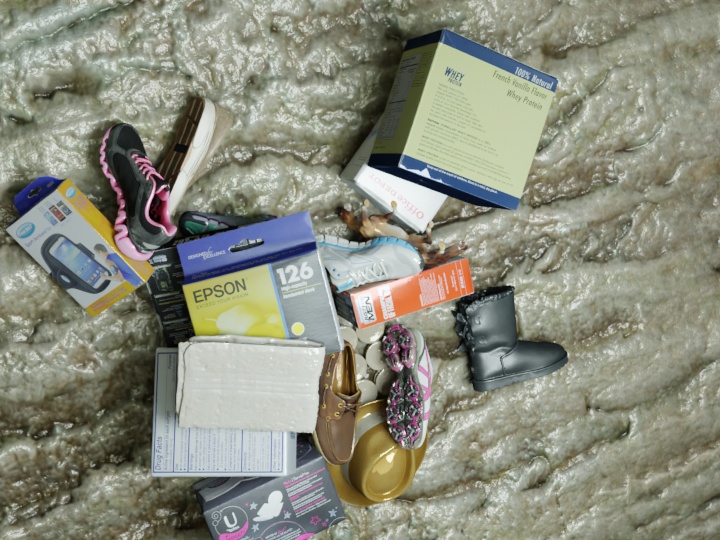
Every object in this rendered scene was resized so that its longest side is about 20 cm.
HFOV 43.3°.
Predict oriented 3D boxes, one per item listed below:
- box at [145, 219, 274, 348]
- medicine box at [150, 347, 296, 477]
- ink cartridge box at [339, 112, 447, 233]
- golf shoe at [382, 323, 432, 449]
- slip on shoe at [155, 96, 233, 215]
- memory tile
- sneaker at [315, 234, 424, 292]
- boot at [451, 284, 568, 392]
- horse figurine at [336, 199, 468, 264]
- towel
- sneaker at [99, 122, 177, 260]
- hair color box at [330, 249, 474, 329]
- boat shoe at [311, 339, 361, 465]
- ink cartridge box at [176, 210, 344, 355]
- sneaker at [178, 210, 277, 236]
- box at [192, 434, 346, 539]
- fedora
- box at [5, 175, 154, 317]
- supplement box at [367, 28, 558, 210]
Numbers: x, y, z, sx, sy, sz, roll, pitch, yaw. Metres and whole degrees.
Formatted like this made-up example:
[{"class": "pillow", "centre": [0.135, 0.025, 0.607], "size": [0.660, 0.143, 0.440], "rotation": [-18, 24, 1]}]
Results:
[{"class": "box", "centre": [-0.207, 0.023, 1.333], "size": [0.199, 0.044, 0.161], "rotation": [-11, 112, 6]}, {"class": "medicine box", "centre": [-0.197, 0.208, 1.328], "size": [0.199, 0.103, 0.183], "rotation": [-1, 78, 3]}, {"class": "ink cartridge box", "centre": [0.085, -0.181, 1.424], "size": [0.145, 0.087, 0.201], "rotation": [35, 85, -21]}, {"class": "golf shoe", "centre": [0.090, 0.189, 1.461], "size": [0.092, 0.072, 0.201], "rotation": [22, 60, -48]}, {"class": "slip on shoe", "centre": [-0.251, -0.152, 1.326], "size": [0.060, 0.076, 0.201], "rotation": [23, 89, -43]}, {"class": "memory tile", "centre": [-0.006, 0.181, 1.495], "size": [0.153, 0.017, 0.201], "rotation": [-24, 107, -13]}, {"class": "sneaker", "centre": [0.000, 0.000, 1.372], "size": [0.075, 0.199, 0.087], "rotation": [65, 37, -41]}, {"class": "boot", "centre": [0.256, 0.106, 1.546], "size": [0.197, 0.073, 0.163], "rotation": [-15, 101, -16]}, {"class": "horse figurine", "centre": [0.059, -0.053, 1.384], "size": [0.199, 0.133, 0.050], "rotation": [28, 66, -4]}, {"class": "towel", "centre": [-0.152, 0.156, 1.237], "size": [0.199, 0.034, 0.133], "rotation": [5, 107, -8]}, {"class": "sneaker", "centre": [-0.302, -0.120, 1.268], "size": [0.079, 0.095, 0.201], "rotation": [0, 72, -53]}, {"class": "hair color box", "centre": [0.065, 0.026, 1.441], "size": [0.199, 0.111, 0.064], "rotation": [-18, 105, -16]}, {"class": "boat shoe", "centre": [-0.035, 0.205, 1.417], "size": [0.072, 0.067, 0.201], "rotation": [-1, 86, -41]}, {"class": "ink cartridge box", "centre": [-0.141, 0.038, 1.262], "size": [0.196, 0.047, 0.201], "rotation": [-15, 96, 0]}, {"class": "sneaker", "centre": [-0.174, -0.056, 1.381], "size": [0.199, 0.075, 0.088], "rotation": [22, 50, -8]}, {"class": "box", "centre": [-0.145, 0.358, 1.417], "size": [0.199, 0.132, 0.115], "rotation": [-22, 103, -15]}, {"class": "fedora", "centre": [0.037, 0.311, 1.485], "size": [0.199, 0.082, 0.202], "rotation": [-8, 111, -20]}, {"class": "box", "centre": [-0.401, -0.037, 1.275], "size": [0.119, 0.042, 0.200], "rotation": [-30, 114, 27]}, {"class": "supplement box", "centre": [0.146, -0.215, 1.322], "size": [0.199, 0.134, 0.201], "rotation": [17, 91, -21]}]
